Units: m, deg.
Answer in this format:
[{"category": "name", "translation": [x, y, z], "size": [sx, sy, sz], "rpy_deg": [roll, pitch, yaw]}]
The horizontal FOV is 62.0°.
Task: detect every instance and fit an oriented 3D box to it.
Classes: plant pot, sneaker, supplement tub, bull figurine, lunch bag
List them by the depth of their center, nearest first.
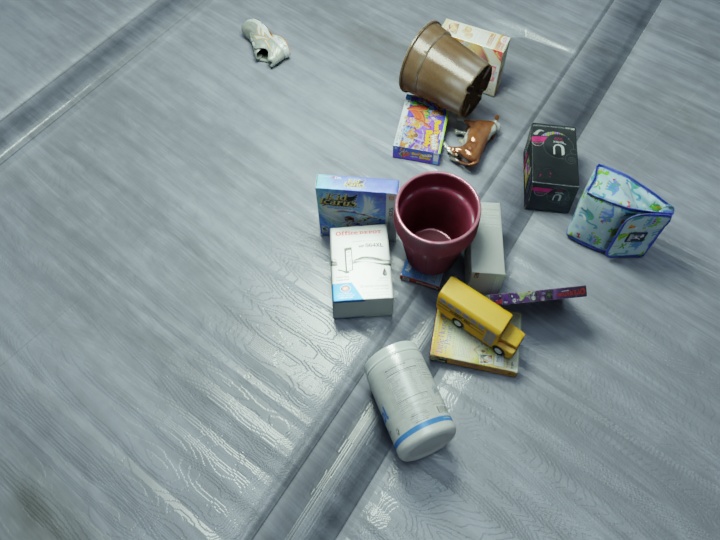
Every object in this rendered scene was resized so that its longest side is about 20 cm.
[{"category": "supplement tub", "translation": [0.098, 0.264, 1.212], "size": [0.128, 0.133, 0.203], "rpy_deg": [-19, 58, -11]}, {"category": "plant pot", "translation": [0.170, -0.093, 1.380], "size": [0.193, 0.181, 0.206], "rpy_deg": [0, 58, 0]}, {"category": "lunch bag", "translation": [0.613, -0.125, 1.420], "size": [0.195, 0.172, 0.129], "rpy_deg": [25, 61, 14]}, {"category": "plant pot", "translation": [0.236, -0.530, 1.618], "size": [0.196, 0.202, 0.200], "rpy_deg": [37, 65, 18]}, {"category": "bull figurine", "translation": [0.306, -0.365, 1.636], "size": [0.118, 0.066, 0.202], "rpy_deg": [17, 54, 19]}, {"category": "sneaker", "translation": [-0.312, -0.702, 1.850], "size": [0.198, 0.076, 0.092], "rpy_deg": [37, 70, 22]}]

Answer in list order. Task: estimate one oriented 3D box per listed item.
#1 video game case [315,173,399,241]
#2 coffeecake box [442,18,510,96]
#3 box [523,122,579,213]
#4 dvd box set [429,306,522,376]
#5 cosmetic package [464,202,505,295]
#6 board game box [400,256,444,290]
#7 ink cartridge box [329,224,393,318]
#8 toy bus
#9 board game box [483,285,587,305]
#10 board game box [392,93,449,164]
[{"category": "video game case", "translation": [-0.006, -0.147, 1.436], "size": [0.193, 0.183, 0.047], "rpy_deg": [5, 56, 4]}, {"category": "coffeecake box", "translation": [0.319, -0.616, 1.736], "size": [0.195, 0.155, 0.074], "rpy_deg": [22, 59, 15]}, {"category": "box", "translation": [0.489, -0.266, 1.547], "size": [0.118, 0.107, 0.205], "rpy_deg": [6, 59, 5]}, {"category": "dvd box set", "translation": [0.259, 0.147, 1.340], "size": [0.193, 0.030, 0.150], "rpy_deg": [10, 59, 6]}, {"category": "cosmetic package", "translation": [0.290, -0.050, 1.418], "size": [0.087, 0.108, 0.206], "rpy_deg": [1, 60, 1]}, {"category": "board game box", "translation": [0.172, -0.053, 1.472], "size": [0.100, 0.020, 0.204], "rpy_deg": [17, 60, 9]}, {"category": "ink cartridge box", "translation": [0.000, 0.000, 1.403], "size": [0.141, 0.085, 0.205], "rpy_deg": [-4, 59, -1]}, {"category": "toy bus", "translation": [0.262, 0.102, 1.303], "size": [0.197, 0.079, 0.065], "rpy_deg": [34, 63, 19]}, {"category": "board game box", "translation": [0.387, 0.057, 1.336], "size": [0.193, 0.120, 0.034], "rpy_deg": [-5, 91, -7]}, {"category": "board game box", "translation": [0.172, -0.395, 1.667], "size": [0.130, 0.045, 0.205], "rpy_deg": [11, 59, 7]}]
